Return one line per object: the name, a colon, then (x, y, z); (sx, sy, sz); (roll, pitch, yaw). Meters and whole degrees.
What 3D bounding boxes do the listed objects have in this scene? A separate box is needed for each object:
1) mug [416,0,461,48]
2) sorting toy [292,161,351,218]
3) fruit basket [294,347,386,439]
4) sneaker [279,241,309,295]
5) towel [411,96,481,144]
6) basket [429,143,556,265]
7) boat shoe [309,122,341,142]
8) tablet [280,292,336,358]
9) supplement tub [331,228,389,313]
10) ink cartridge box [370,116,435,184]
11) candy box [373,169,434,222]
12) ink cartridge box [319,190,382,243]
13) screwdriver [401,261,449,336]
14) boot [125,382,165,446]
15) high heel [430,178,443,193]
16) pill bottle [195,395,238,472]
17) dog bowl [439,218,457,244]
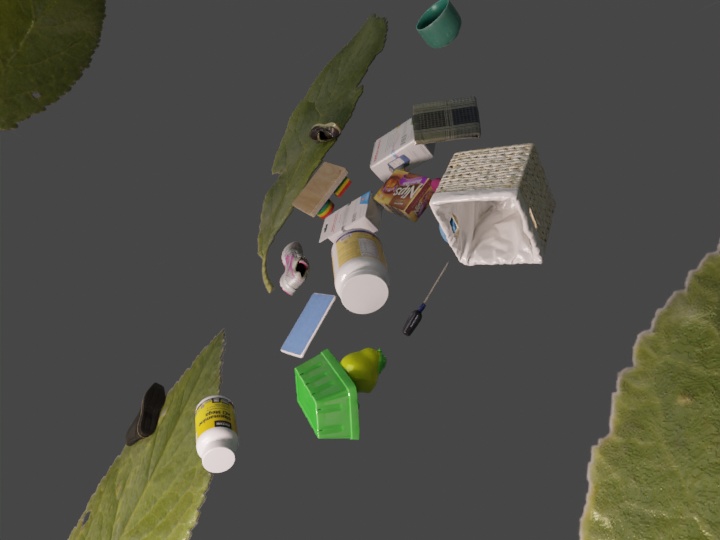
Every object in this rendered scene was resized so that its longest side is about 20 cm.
mug: (0.299, -0.909, 2.156); (0.151, 0.114, 0.187); (-21, 40, 40)
sorting toy: (-0.129, -0.275, 2.072); (0.200, 0.069, 0.200); (-52, 30, -3)
fruit basket: (-0.032, 0.262, 1.315); (0.211, 0.159, 0.216); (-2, 21, 1)
sneaker: (-0.201, -0.018, 1.883); (0.087, 0.081, 0.203); (-30, 44, 28)
towel: (0.246, -0.432, 1.699); (0.196, 0.035, 0.195); (-5, 49, 9)
basket: (0.280, -0.133, 1.214); (0.197, 0.199, 0.162); (-1, 50, 37)
boat shoe: (-0.160, -0.571, 2.439); (0.198, 0.073, 0.065); (0, 50, 53)
tablet: (-0.149, 0.154, 1.679); (0.129, 0.014, 0.202); (2, 58, 55)
supplement tub: (0.000, 0.000, 1.517); (0.145, 0.145, 0.202); (-38, 32, 19)
ink cartridge box: (0.134, -0.382, 1.820); (0.198, 0.087, 0.147); (-24, 38, 34)
candy box: (0.129, -0.218, 1.676); (0.117, 0.056, 0.200); (-51, 29, -2)
ink cartridge box: (-0.029, -0.144, 1.793); (0.198, 0.068, 0.117); (-25, 38, 36)
screwdriver: (0.158, 0.065, 1.352); (0.029, 0.028, 0.201); (32, 82, 29)
boot: (-0.771, 0.509, 2.067); (0.138, 0.077, 0.202); (-35, 32, 33)
high heel: (0.209, -0.171, 1.498); (0.096, 0.068, 0.200); (-38, 34, -1)
pill bottle: (-0.389, 0.442, 1.582); (0.112, 0.112, 0.201); (-45, 31, 8)
dog bowl: (0.257, -0.142, 1.372); (0.202, 0.111, 0.049); (-57, 18, -12)
